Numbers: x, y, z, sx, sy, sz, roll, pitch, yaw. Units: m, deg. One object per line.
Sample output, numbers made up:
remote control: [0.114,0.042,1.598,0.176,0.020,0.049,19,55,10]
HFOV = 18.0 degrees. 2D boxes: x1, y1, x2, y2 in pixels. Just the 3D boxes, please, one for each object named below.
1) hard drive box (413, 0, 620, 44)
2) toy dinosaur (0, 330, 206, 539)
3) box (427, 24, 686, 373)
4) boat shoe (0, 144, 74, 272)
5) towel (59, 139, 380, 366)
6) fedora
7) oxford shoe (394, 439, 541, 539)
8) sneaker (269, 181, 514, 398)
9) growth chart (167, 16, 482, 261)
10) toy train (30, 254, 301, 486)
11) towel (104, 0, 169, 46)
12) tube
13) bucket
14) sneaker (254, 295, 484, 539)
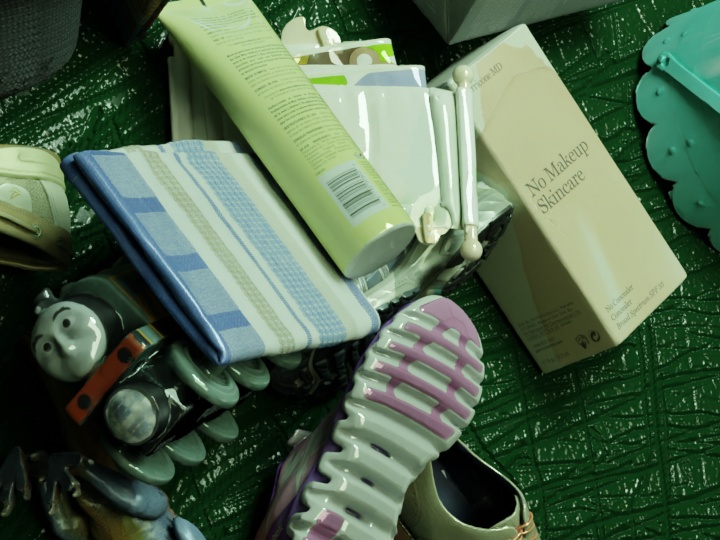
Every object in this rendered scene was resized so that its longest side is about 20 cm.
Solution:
hard drive box: [0.099,-0.246,1.506,0.199,0.077,0.156,-19,64,-40]
toy dinosaur: [-0.103,0.143,1.238,0.181,0.105,0.201,30,52,-37]
box: [0.112,-0.046,1.474,0.095,0.078,0.201,-41,100,-39]
boat shoe: [-0.242,-0.029,1.211,0.200,0.073,0.064,1,69,-44]
towel: [-0.072,-0.012,1.244,0.147,0.024,0.200,52,21,12]
fedora: [-0.220,-0.143,1.233,0.200,0.200,0.092,-23,119,-39]
oxford shoe: [0.081,0.172,1.375,0.200,0.074,0.071,45,53,-15]
sneaker: [0.000,0.000,1.391,0.086,0.078,0.200,41,57,18]
growth chart: [-0.021,-0.084,1.369,0.198,0.018,0.146,5,70,-3]
toy train: [-0.108,0.044,1.226,0.114,0.085,0.200,43,17,7]
towel: [-0.155,-0.239,1.304,0.022,0.147,0.201,-23,89,-17]
tube: [-0.042,-0.087,1.334,0.052,0.058,0.200,-36,73,1]
bucket: [0.312,-0.115,1.610,0.206,0.135,0.209,13,67,-33]
sneaker: [-0.003,0.103,1.315,0.080,0.088,0.201,35,74,-26]
